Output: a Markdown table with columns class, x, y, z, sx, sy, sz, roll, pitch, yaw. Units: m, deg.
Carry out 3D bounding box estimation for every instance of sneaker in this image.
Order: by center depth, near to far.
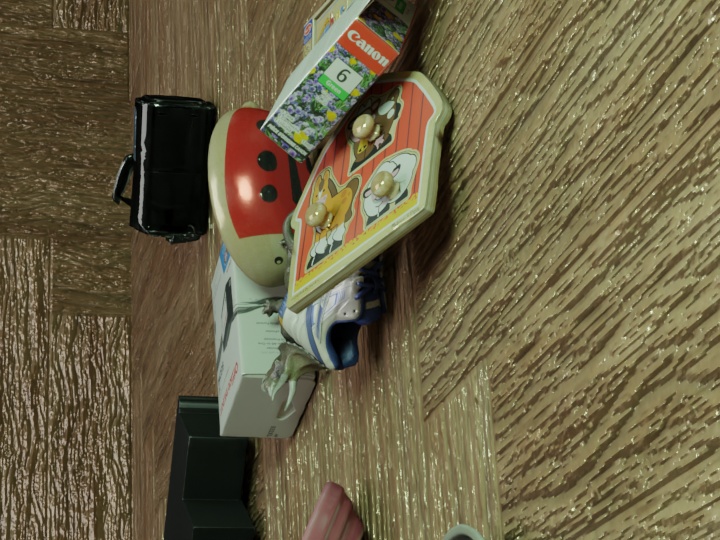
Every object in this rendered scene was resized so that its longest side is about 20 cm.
| class | x | y | z | sx | sy | sz | roll | pitch | yaw |
| --- | --- | --- | --- | --- | --- | --- | --- | --- | --- |
| sneaker | 0.000 | 0.000 | 1.473 | 0.088 | 0.075 | 0.200 | 46 | 132 | 30 |

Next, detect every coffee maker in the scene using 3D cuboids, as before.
| class | x | y | z | sx | sy | sz | roll | pitch | yaw |
| --- | --- | --- | --- | --- | --- | --- | --- | --- | --- |
| coffee maker | -0.271 | -0.156 | 2.474 | 0.192 | 0.135 | 0.200 | 20 | 110 | 51 |

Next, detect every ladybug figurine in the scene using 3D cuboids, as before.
| class | x | y | z | sx | sy | sz | roll | pitch | yaw |
| --- | --- | --- | --- | --- | --- | --- | --- | --- | --- |
| ladybug figurine | -0.095 | -0.084 | 1.742 | 0.072 | 0.136 | 0.200 | -19 | 79 | 36 |

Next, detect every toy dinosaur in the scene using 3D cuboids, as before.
| class | x | y | z | sx | sy | sz | roll | pitch | yaw |
| --- | --- | --- | --- | --- | --- | --- | --- | --- | --- |
| toy dinosaur | -0.052 | 0.031 | 1.676 | 0.102 | 0.077 | 0.200 | 54 | 136 | 50 |

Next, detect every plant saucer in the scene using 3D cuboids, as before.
| class | x | y | z | sx | sy | sz | roll | pitch | yaw |
| --- | --- | --- | --- | --- | --- | --- | --- | --- | --- |
| plant saucer | -0.047 | 0.290 | 1.497 | 0.201 | 0.051 | 0.201 | 22 | -90 | -88 |

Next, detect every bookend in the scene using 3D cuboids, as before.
| class | x | y | z | sx | sy | sz | roll | pitch | yaw |
| --- | --- | --- | --- | --- | --- | --- | --- | --- | --- |
| bookend | -0.175 | 0.280 | 2.042 | 0.199 | 0.092 | 0.200 | -135 | 50 | -69 |

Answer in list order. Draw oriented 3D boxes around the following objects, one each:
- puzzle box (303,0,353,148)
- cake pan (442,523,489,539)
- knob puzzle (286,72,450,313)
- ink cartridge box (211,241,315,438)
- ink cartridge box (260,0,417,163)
| class | x | y | z | sx | sy | sz | roll | pitch | yaw |
| --- | --- | --- | --- | --- | --- | --- | --- | --- | --- |
| puzzle box | -0.026 | -0.203 | 1.659 | 0.200 | 0.025 | 0.133 | 157 | 115 | -75 |
| cake pan | 0.084 | 0.272 | 1.122 | 0.200 | 0.037 | 0.201 | -178 | 90 | -76 |
| knob puzzle | -0.001 | -0.088 | 1.361 | 0.220 | 0.030 | 0.220 | -42 | 32 | 34 |
| ink cartridge box | -0.110 | 0.064 | 1.832 | 0.145 | 0.084 | 0.200 | 113 | 155 | -54 |
| ink cartridge box | 0.003 | -0.190 | 1.384 | 0.200 | 0.050 | 0.109 | -46 | 13 | 28 |
